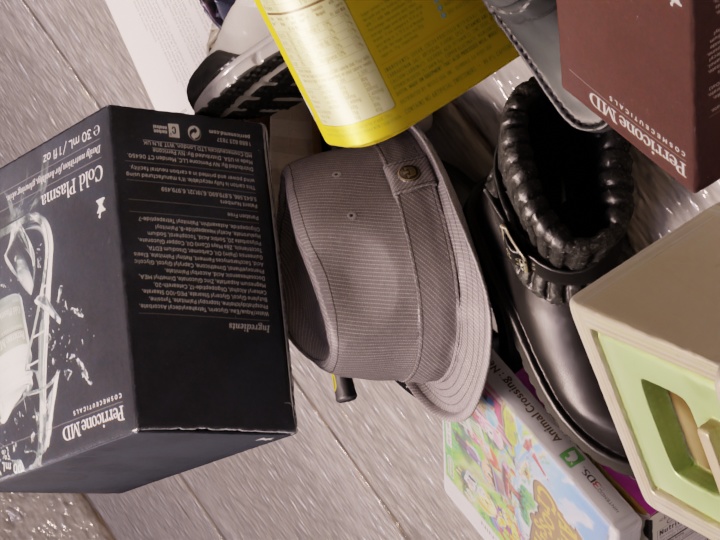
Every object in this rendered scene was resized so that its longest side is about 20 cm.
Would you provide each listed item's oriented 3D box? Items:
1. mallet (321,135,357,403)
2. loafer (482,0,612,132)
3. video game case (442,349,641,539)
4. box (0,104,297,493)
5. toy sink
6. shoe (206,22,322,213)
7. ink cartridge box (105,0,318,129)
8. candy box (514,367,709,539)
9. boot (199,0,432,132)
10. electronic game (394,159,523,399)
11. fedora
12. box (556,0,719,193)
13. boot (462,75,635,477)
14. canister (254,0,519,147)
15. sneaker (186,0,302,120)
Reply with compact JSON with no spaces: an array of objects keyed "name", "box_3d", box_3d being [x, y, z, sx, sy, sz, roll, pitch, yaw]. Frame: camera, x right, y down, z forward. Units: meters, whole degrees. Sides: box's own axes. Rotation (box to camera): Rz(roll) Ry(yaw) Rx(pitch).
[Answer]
[{"name":"mallet","box_3d":[-0.032,-0.004,1.558,0.066,0.041,0.200,161,100,-76]},{"name":"loafer","box_3d":[0.075,-0.153,1.066,0.068,0.070,0.201,-14,108,46]},{"name":"video game case","box_3d":[0.108,0.146,1.359,0.182,0.022,0.200,50,159,31]},{"name":"box","box_3d":[-0.150,0.025,1.336,0.200,0.124,0.197,-23,70,48]},{"name":"toy sink","box_3d":[0.207,0.066,1.023,0.200,0.112,0.130,26,143,59]},{"name":"shoe","box_3d":[-0.063,-0.128,1.418,0.070,0.053,0.200,6,110,41]},{"name":"ink cartridge box","box_3d":[-0.090,-0.169,1.496,0.176,0.045,0.200,-27,87,45]},{"name":"candy box","box_3d":[0.161,0.153,1.364,0.136,0.061,0.200,46,157,36]},{"name":"boot","box_3d":[-0.041,-0.154,1.354,0.200,0.090,0.073,58,162,2]},{"name":"electronic game","box_3d":[0.051,0.013,1.422,0.200,0.042,0.200,32,137,36]},{"name":"fedora","box_3d":[0.000,0.000,1.303,0.177,0.090,0.200,107,149,-55]},{"name":"box","box_3d":[0.137,-0.142,0.941,0.100,0.075,0.200,44,159,37]},{"name":"boot","box_3d":[0.129,0.007,1.185,0.211,0.079,0.158,56,162,10]},{"name":"canister","box_3d":[0.000,-0.182,1.116,0.200,0.148,0.087,63,161,-18]},{"name":"sneaker","box_3d":[-0.038,-0.163,1.282,0.200,0.074,0.080,-42,65,33]}]
